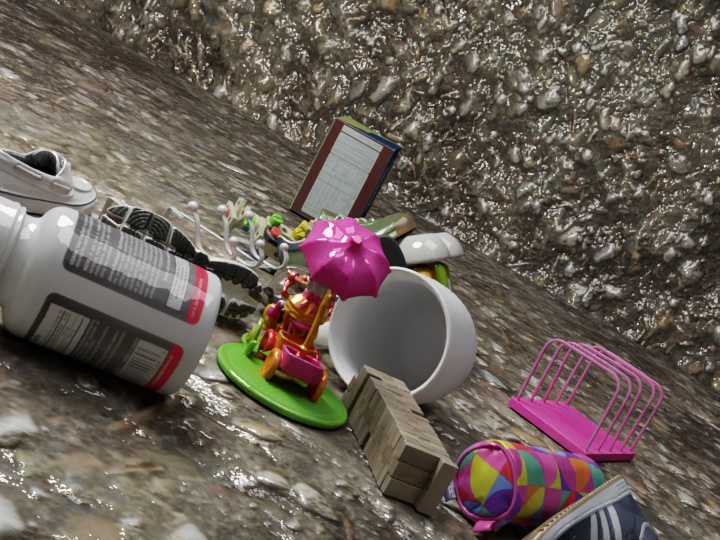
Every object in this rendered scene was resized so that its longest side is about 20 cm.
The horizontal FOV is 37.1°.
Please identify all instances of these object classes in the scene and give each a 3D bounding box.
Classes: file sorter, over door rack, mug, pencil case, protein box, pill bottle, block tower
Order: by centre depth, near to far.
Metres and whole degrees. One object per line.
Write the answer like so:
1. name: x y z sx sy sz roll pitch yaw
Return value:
1. pill bottle: -0.223 0.016 0.876 0.198 0.112 0.111 26 10 -21
2. block tower: 0.032 0.159 1.051 0.057 0.055 0.200 24 11 -21
3. pencil case: 0.170 0.219 1.072 0.199 0.089 0.088 15 17 -48
4. mug: 0.039 0.082 1.255 0.197 0.150 0.175 0 -8 23
5. over door rack: -0.200 -0.056 1.318 0.198 0.068 0.147 20 5 23
6. file sorter: 0.337 0.185 1.561 0.138 0.127 0.199 35 12 33
7. protein box: -0.026 -0.187 2.150 0.134 0.202 0.199 29 10 1

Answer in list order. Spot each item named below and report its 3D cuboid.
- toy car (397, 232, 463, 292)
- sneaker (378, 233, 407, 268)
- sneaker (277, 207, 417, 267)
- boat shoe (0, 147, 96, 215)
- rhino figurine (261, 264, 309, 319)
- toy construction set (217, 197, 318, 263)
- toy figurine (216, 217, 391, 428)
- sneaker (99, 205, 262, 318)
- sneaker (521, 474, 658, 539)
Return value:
1. toy car: 0.073 0.040 1.536 0.148 0.178 0.200 -7 1 18
2. sneaker: 0.038 0.057 1.405 0.067 0.204 0.108 -21 -1 -27
3. sneaker: -0.025 -0.051 1.482 0.091 0.198 0.067 61 -10 5
4. boat shoe: -0.357 -0.104 1.218 0.073 0.066 0.200 31 10 13
5. rhino figurine: -0.081 0.033 1.322 0.086 0.061 0.200 9 10 4
6. toy construction set: -0.111 -0.051 1.565 0.198 0.093 0.132 18 38 -18
7. toy figurine: -0.042 0.032 1.094 0.149 0.186 0.200 26 10 -15
8. sneaker: -0.204 -0.001 1.187 0.199 0.078 0.085 32 -10 -16
9. sneaker: 0.217 0.267 0.985 0.199 0.070 0.109 -14 66 -49
